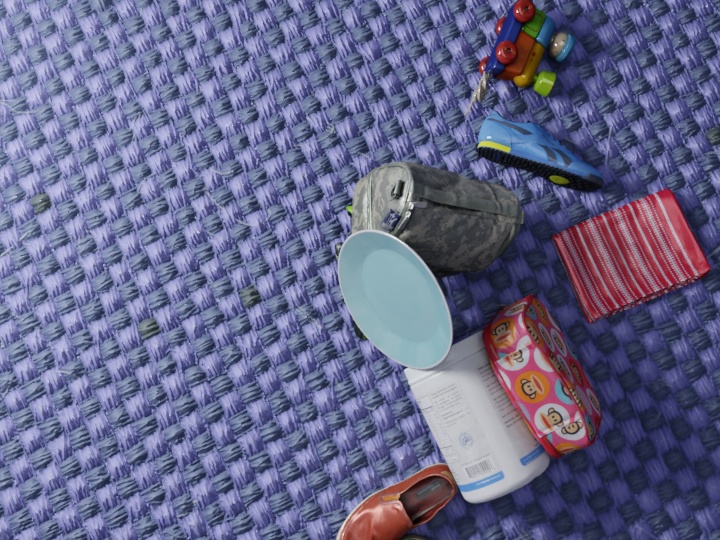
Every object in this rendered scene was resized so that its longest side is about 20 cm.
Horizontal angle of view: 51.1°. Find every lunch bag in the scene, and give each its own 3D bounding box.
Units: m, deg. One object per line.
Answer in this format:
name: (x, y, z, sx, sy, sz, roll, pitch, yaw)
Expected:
lunch bag: (0.253, 0.134, 1.025, 0.082, 0.176, 0.201, -30, 91, 26)
lunch bag: (0.099, -0.074, 1.023, 0.198, 0.167, 0.141, 9, 75, -24)

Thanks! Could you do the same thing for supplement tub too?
supplement tub: (0.158, 0.199, 1.031, 0.131, 0.132, 0.201, -25, 82, -3)

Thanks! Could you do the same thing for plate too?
plate: (0.047, 0.035, 0.974, 0.025, 0.200, 0.201, -33, 81, -34)

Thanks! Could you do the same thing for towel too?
towel: (0.401, -0.024, 1.118, 0.198, 0.022, 0.146, -22, 81, -3)

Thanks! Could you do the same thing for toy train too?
toy train: (0.241, -0.296, 1.137, 0.115, 0.085, 0.202, 25, 82, -9)

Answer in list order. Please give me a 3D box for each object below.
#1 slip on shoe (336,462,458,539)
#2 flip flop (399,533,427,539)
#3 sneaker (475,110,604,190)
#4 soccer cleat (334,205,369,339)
slip on shoe: (0.051, 0.336, 1.046, 0.199, 0.061, 0.074, -32, 84, -3)
flip flop: (0.034, 0.454, 1.029, 0.081, 0.058, 0.201, 37, 83, 6)
sneaker: (0.274, -0.181, 1.121, 0.198, 0.066, 0.079, 21, 78, 4)
soccer cleat: (0.000, 0.000, 1.101, 0.080, 0.068, 0.202, 4, 75, 11)
